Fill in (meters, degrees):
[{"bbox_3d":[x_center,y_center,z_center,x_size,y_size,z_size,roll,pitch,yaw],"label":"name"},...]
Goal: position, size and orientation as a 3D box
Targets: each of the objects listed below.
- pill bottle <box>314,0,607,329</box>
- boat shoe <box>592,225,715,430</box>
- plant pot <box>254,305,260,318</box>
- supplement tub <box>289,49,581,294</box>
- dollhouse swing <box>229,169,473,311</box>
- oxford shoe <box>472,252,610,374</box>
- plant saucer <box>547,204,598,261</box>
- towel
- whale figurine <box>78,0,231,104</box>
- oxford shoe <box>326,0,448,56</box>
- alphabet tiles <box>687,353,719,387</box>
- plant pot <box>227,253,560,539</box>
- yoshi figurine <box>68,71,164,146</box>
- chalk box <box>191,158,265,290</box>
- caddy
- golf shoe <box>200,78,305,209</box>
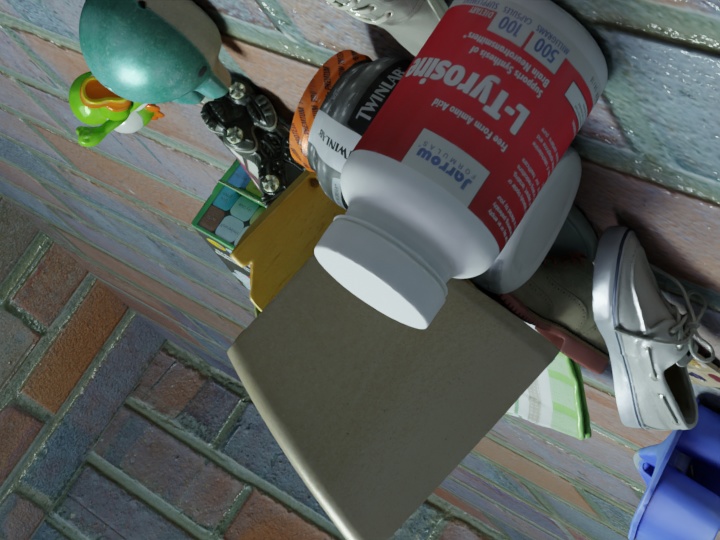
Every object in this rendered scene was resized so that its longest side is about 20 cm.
[{"bbox_3d":[0.059,-0.070,0.889,0.112,0.201,0.112,32,168,8],"label":"pill bottle"},{"bbox_3d":[0.240,0.052,1.135,0.085,0.075,0.204,6,129,30],"label":"boat shoe"},{"bbox_3d":[0.026,0.022,1.458,0.199,0.189,0.186,19,-179,-41],"label":"plant pot"},{"bbox_3d":[0.053,-0.079,1.064,0.199,0.123,0.123,30,167,19],"label":"supplement tub"},{"bbox_3d":[0.000,0.000,1.269,0.200,0.182,0.176,46,175,-9],"label":"dollhouse swing"},{"bbox_3d":[0.147,0.008,1.164,0.199,0.075,0.070,34,-175,-36],"label":"oxford shoe"},{"bbox_3d":[0.105,-0.049,1.214,0.199,0.050,0.200,33,167,8],"label":"plant saucer"},{"bbox_3d":[0.154,0.095,1.523,0.199,0.031,0.151,17,131,48],"label":"towel"},{"bbox_3d":[-0.196,-0.195,1.328,0.158,0.104,0.200,33,168,6],"label":"whale figurine"},{"bbox_3d":[-0.002,-0.191,0.936,0.075,0.058,0.200,18,162,45],"label":"oxford shoe"},{"bbox_3d":[0.234,0.054,1.322,0.199,0.008,0.167,33,169,-17],"label":"alphabet tiles"},{"bbox_3d":[0.014,0.069,1.083,0.177,0.200,0.200,44,-178,3],"label":"plant pot"},{"bbox_3d":[-0.287,-0.198,1.590,0.112,0.112,0.200,49,172,5],"label":"yoshi figurine"},{"bbox_3d":[-0.089,-0.050,1.561,0.124,0.124,0.200,29,166,28],"label":"chalk box"},{"bbox_3d":[0.317,0.207,1.415,0.104,0.142,0.200,27,166,16],"label":"caddy"},{"bbox_3d":[-0.073,-0.100,1.403,0.201,0.077,0.088,53,-179,15],"label":"golf shoe"}]
